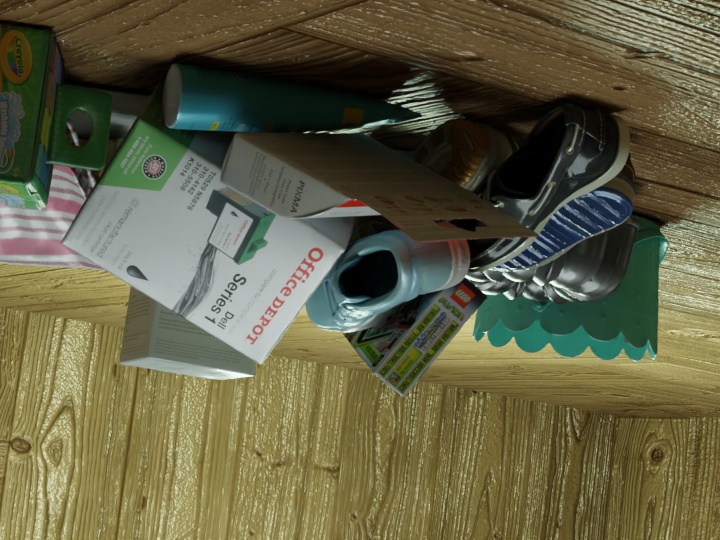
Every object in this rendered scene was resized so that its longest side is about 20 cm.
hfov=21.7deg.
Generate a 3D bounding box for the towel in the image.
[{"bbox_3d":[-0.299,-0.070,1.624,0.146,0.030,0.201,4,137,18],"label":"towel"}]

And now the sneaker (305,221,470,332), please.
[{"bbox_3d":[-0.001,0.005,1.538,0.082,0.074,0.200,-7,166,-38],"label":"sneaker"}]

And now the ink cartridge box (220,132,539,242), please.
[{"bbox_3d":[0.015,-0.050,1.453,0.200,0.047,0.160,32,-158,34],"label":"ink cartridge box"}]

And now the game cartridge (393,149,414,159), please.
[{"bbox_3d":[0.092,-0.078,1.760,0.199,0.041,0.133,8,168,-6],"label":"game cartridge"}]

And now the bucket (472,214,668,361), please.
[{"bbox_3d":[0.216,0.014,1.931,0.206,0.136,0.207,7,173,1],"label":"bucket"}]

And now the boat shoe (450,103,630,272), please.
[{"bbox_3d":[0.125,-0.067,1.504,0.067,0.072,0.200,10,143,-38],"label":"boat shoe"}]

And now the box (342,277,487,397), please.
[{"bbox_3d":[0.043,0.039,1.624,0.035,0.110,0.200,40,180,-11],"label":"box"}]

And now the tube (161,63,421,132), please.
[{"bbox_3d":[-0.056,-0.131,1.498,0.199,0.051,0.077,3,-177,-22],"label":"tube"}]

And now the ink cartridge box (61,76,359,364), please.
[{"bbox_3d":[-0.121,-0.038,1.548,0.199,0.146,0.084,32,-151,-9],"label":"ink cartridge box"}]

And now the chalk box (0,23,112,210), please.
[{"bbox_3d":[-0.296,-0.122,1.463,0.199,0.126,0.124,6,172,-3],"label":"chalk box"}]

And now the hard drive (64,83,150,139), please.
[{"bbox_3d":[-0.266,-0.141,1.647,0.199,0.027,0.132,8,172,-7],"label":"hard drive"}]

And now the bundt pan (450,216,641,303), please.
[{"bbox_3d":[0.159,-0.016,1.748,0.201,0.076,0.202,7,171,1],"label":"bundt pan"}]

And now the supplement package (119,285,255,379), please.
[{"bbox_3d":[-0.169,0.006,1.968,0.119,0.201,0.121,10,172,-20],"label":"supplement package"}]

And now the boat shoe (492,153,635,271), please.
[{"bbox_3d":[0.159,-0.057,1.605,0.199,0.073,0.072,-19,135,43],"label":"boat shoe"}]

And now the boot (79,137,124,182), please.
[{"bbox_3d":[-0.296,-0.092,1.680,0.155,0.073,0.200,11,174,-22],"label":"boot"}]

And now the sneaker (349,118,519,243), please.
[{"bbox_3d":[0.057,-0.056,1.609,0.200,0.076,0.087,-32,157,36],"label":"sneaker"}]
